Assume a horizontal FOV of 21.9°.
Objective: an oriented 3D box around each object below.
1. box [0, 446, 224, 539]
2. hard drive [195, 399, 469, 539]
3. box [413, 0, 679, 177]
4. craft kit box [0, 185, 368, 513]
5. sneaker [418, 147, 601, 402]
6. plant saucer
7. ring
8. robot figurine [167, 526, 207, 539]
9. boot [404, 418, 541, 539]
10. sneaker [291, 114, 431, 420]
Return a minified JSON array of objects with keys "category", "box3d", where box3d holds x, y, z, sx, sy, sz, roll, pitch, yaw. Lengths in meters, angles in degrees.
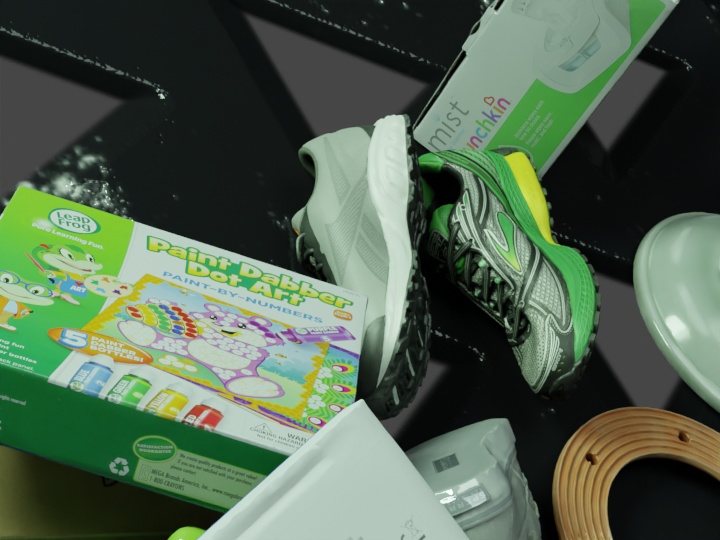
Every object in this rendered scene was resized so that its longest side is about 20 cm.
[{"category":"box","box3d":[-0.136,0.071,0.960,0.200,0.021,0.164,3,50,-32]},{"category":"hard drive","box3d":[0.017,0.171,0.786,0.200,0.025,0.132,53,51,-3]},{"category":"box","box3d":[0.140,-0.173,1.246,0.097,0.200,0.177,35,40,-2]},{"category":"craft kit box","box3d":[-0.099,0.039,0.913,0.200,0.049,0.198,17,20,-5]},{"category":"sneaker","box3d":[0.083,0.003,1.148,0.085,0.078,0.200,1,43,-26]},{"category":"plant saucer","box3d":[0.282,0.028,1.270,0.200,0.050,0.200,19,43,-19]},{"category":"ring","box3d":[0.198,0.168,1.103,0.200,0.019,0.201,20,43,-20]},{"category":"robot figurine","box3d":[-0.015,0.196,0.853,0.200,0.116,0.176,29,35,-9]},{"category":"boot","box3d":[0.061,0.140,0.972,0.200,0.073,0.096,-48,117,-82]},{"category":"sneaker","box3d":[0.000,0.000,1.097,0.079,0.074,0.200,-6,56,6]}]
